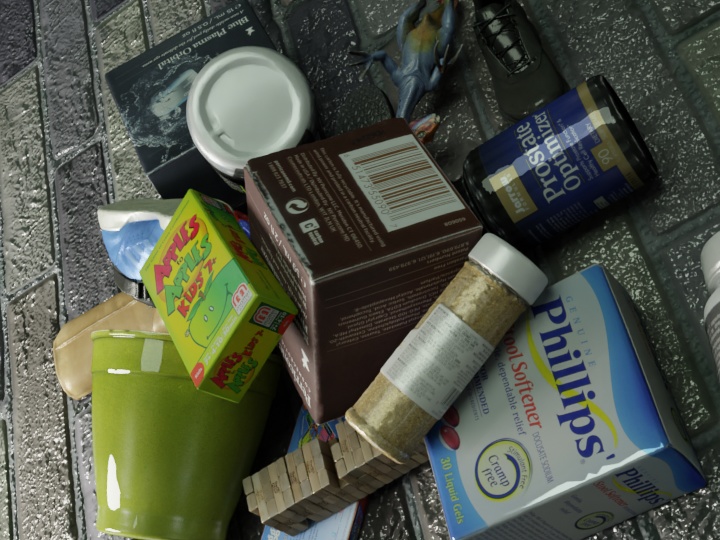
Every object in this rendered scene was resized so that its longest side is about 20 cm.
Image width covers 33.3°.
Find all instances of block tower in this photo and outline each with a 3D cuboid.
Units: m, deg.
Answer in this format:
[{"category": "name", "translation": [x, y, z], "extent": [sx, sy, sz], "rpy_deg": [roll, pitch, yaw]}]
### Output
[{"category": "block tower", "translation": [-0.013, 0.181, 1.129], "extent": [0.199, 0.058, 0.054], "rpy_deg": [-33, 51, 18]}]

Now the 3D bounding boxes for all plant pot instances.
[{"category": "plant pot", "translation": [-0.187, 0.173, 1.206], "extent": [0.199, 0.200, 0.194], "rpy_deg": [-1, 75, 35]}]

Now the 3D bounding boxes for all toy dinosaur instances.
[{"category": "toy dinosaur", "translation": [0.077, -0.220, 1.288], "extent": [0.104, 0.200, 0.183], "rpy_deg": [9, 95, 28]}]

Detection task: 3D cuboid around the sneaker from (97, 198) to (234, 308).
[{"category": "sneaker", "translation": [-0.202, -0.016, 1.292], "extent": [0.199, 0.077, 0.112], "rpy_deg": [3, 109, 38]}]

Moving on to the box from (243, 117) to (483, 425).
[{"category": "box", "translation": [0.000, 0.000, 1.110], "extent": [0.163, 0.201, 0.166], "rpy_deg": [-18, 49, -17]}]

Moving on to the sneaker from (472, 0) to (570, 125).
[{"category": "sneaker", "translation": [0.151, -0.221, 1.220], "extent": [0.076, 0.091, 0.201], "rpy_deg": [-30, 40, 11]}]

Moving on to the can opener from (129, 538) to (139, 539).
[{"category": "can opener", "translation": [-0.166, 0.300, 1.189], "extent": [0.199, 0.066, 0.053], "rpy_deg": [1, 88, 41]}]

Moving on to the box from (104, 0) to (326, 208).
[{"category": "box", "translation": [-0.167, -0.183, 1.399], "extent": [0.196, 0.118, 0.200], "rpy_deg": [-29, 51, 0]}]

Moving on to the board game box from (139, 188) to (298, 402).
[{"category": "board game box", "translation": [-0.135, 0.019, 1.099], "extent": [0.102, 0.047, 0.200], "rpy_deg": [-57, 37, 14]}]

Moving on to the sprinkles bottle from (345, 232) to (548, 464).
[{"category": "sprinkles bottle", "translation": [0.072, 0.065, 1.010], "extent": [0.200, 0.068, 0.068], "rpy_deg": [-52, 48, 0]}]

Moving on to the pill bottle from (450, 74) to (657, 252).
[{"category": "pill bottle", "translation": [0.168, -0.087, 1.136], "extent": [0.199, 0.112, 0.112], "rpy_deg": [-31, 51, 17]}]

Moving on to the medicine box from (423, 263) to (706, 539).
[{"category": "medicine box", "translation": [0.162, 0.126, 1.027], "extent": [0.199, 0.103, 0.183], "rpy_deg": [-29, 52, 20]}]

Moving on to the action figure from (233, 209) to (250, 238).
[{"category": "action figure", "translation": [-0.095, 0.000, 1.317], "extent": [0.065, 0.099, 0.200], "rpy_deg": [-52, 25, 2]}]

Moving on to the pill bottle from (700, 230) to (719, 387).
[{"category": "pill bottle", "translation": [0.331, 0.064, 0.933], "extent": [0.113, 0.113, 0.201], "rpy_deg": [-21, 55, 25]}]

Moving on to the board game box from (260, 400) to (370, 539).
[{"category": "board game box", "translation": [-0.032, 0.199, 1.181], "extent": [0.102, 0.019, 0.201], "rpy_deg": [4, 67, 35]}]

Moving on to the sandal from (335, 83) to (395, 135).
[{"category": "sandal", "translation": [0.026, -0.108, 1.304], "extent": [0.075, 0.045, 0.201], "rpy_deg": [-28, 66, 26]}]

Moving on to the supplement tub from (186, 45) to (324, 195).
[{"category": "supplement tub", "translation": [-0.098, -0.139, 1.192], "extent": [0.122, 0.200, 0.124], "rpy_deg": [0, 85, 1]}]

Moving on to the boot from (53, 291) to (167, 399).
[{"category": "boot", "translation": [-0.281, 0.033, 1.423], "extent": [0.199, 0.066, 0.176], "rpy_deg": [-30, 51, 20]}]
